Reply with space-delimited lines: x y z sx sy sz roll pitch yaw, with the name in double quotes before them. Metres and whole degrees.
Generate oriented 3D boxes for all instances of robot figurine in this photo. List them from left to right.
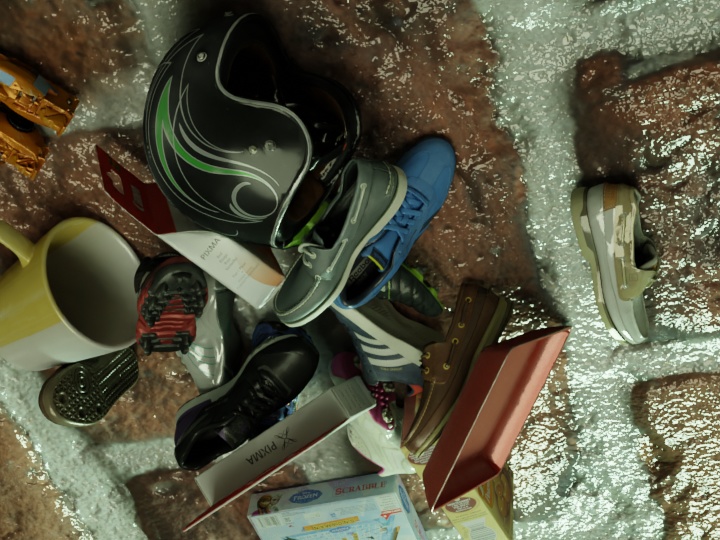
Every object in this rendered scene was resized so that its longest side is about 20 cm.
"robot figurine" -0.394 -0.180 1.517 0.199 0.058 0.145 28 127 -17

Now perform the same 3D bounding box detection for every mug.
"mug" -0.342 0.023 1.646 0.153 0.149 0.187 -25 97 36

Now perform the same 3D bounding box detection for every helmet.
"helmet" -0.114 -0.136 1.435 0.190 0.200 0.201 34 130 9

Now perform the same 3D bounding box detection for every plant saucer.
"plant saucer" 0.142 0.149 1.628 0.037 0.199 0.201 31 108 20

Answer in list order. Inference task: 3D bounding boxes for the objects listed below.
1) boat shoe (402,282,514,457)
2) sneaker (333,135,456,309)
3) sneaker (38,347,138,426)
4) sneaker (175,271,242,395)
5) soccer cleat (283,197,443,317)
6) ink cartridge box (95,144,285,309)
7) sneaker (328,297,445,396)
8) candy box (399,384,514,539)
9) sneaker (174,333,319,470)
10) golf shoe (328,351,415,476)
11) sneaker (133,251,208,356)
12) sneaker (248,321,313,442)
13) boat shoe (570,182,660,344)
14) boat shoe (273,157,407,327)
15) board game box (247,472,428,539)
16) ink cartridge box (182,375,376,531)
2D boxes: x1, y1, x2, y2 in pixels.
"boat shoe" 0.093 0.106 1.634 0.067 0.201 0.072 29 169 0
"sneaker" 0.036 -0.044 1.524 0.066 0.078 0.201 34 98 -13
"sneaker" -0.320 0.137 1.693 0.075 0.200 0.071 -15 94 19
"sneaker" -0.181 0.076 1.709 0.080 0.071 0.201 7 125 13
"soccer cleat" 0.000 0.000 1.603 0.200 0.068 0.081 36 88 -17
"ink cartridge box" -0.173 -0.060 1.524 0.200 0.162 0.050 41 98 -24
"sneaker" 0.012 0.078 1.673 0.200 0.075 0.084 37 121 -23
"candy box" 0.115 0.222 1.755 0.055 0.116 0.200 -19 125 20
"sneaker" -0.123 0.154 1.657 0.200 0.088 0.076 -38 112 18
"golf shoe" 0.011 0.176 1.761 0.091 0.076 0.200 -23 123 28
"sneaker" -0.199 0.016 1.560 0.070 0.099 0.201 -1 159 -12
"sneaker" -0.096 0.139 1.737 0.075 0.079 0.201 6 131 1
"boat shoe" 0.277 -0.003 1.572 0.068 0.075 0.201 -9 128 22
"boat shoe" -0.035 -0.031 1.490 0.062 0.073 0.200 21 116 -41
"board game box" -0.017 0.350 1.929 0.199 0.041 0.200 -11 128 16
"ink cartridge box" -0.095 0.195 1.633 0.199 0.176 0.045 -35 85 18
